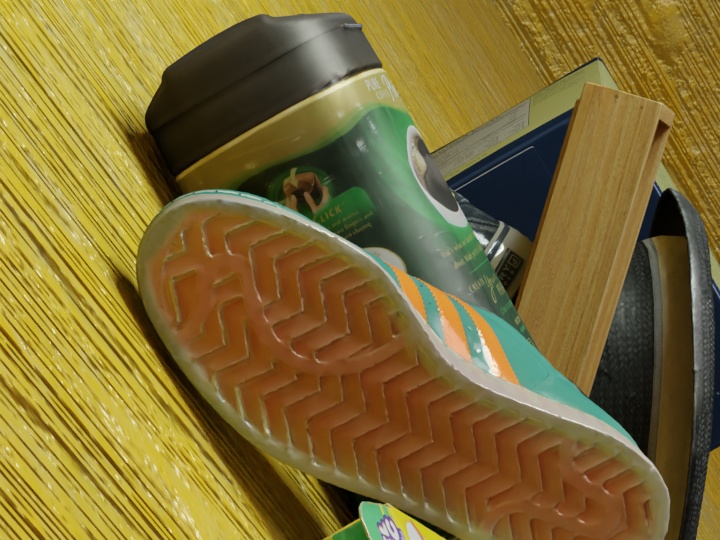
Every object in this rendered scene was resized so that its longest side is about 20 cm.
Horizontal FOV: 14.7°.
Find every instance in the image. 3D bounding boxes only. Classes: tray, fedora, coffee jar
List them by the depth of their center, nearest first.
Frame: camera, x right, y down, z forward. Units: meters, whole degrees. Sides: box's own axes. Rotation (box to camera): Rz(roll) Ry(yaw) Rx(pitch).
[{"bbox_3d":[0.000,0.000,1.019,0.200,0.085,0.104,62,10,0],"label":"coffee jar"},{"bbox_3d":[0.082,0.024,1.152,0.037,0.200,0.099,18,4,8],"label":"tray"},{"bbox_3d":[0.102,0.061,1.264,0.201,0.091,0.201,-177,-90,-87],"label":"fedora"}]

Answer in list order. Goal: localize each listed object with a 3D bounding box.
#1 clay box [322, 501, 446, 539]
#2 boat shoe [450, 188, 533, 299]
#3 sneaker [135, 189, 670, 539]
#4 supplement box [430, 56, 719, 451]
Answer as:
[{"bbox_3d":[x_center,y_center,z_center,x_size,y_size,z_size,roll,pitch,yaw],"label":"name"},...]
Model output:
[{"bbox_3d":[0.033,0.143,0.868,0.115,0.048,0.200,64,9,21],"label":"clay box"},{"bbox_3d":[0.020,-0.012,1.238,0.091,0.071,0.200,34,-7,-2],"label":"boat shoe"},{"bbox_3d":[0.008,0.035,0.913,0.200,0.071,0.080,34,7,-18],"label":"sneaker"},{"bbox_3d":[0.128,0.005,1.578,0.200,0.134,0.200,59,9,-8],"label":"supplement box"}]
